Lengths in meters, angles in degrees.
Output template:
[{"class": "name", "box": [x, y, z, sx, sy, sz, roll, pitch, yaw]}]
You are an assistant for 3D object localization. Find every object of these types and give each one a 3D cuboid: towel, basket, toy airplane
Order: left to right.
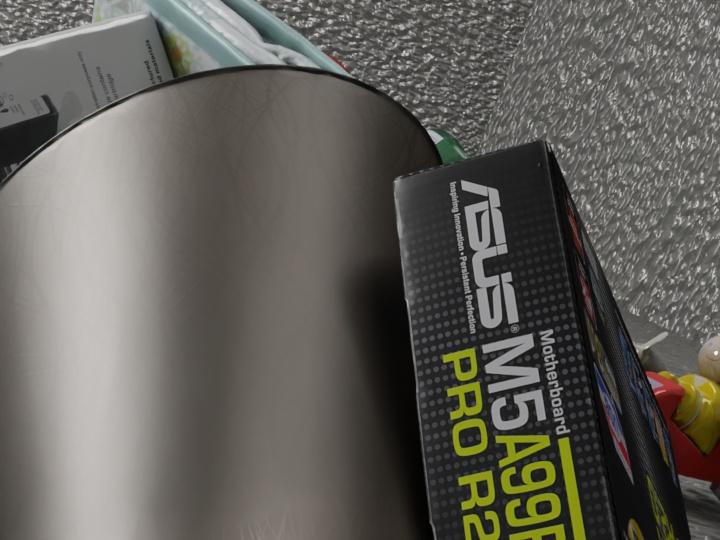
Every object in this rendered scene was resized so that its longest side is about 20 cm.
[{"class": "basket", "box": [-0.044, 0.059, 0.410, 0.136, 0.180, 0.200, 50, 17, -33]}, {"class": "towel", "box": [-0.085, -0.073, 0.819, 0.048, 0.172, 0.200, -24, 54, -38]}, {"class": "toy airplane", "box": [0.287, 0.122, 1.194, 0.199, 0.142, 0.199, 21, 5, 6]}]

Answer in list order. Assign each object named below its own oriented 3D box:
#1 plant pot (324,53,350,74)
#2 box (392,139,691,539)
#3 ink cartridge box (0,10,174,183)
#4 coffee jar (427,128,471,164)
[{"class": "plant pot", "box": [-0.095, -0.068, 1.083, 0.182, 0.201, 0.200, -3, 13, -16]}, {"class": "box", "box": [0.066, 0.083, 0.421, 0.044, 0.161, 0.200, -15, -33, 14]}, {"class": "ink cartridge box", "box": [-0.210, -0.060, 0.771, 0.200, 0.084, 0.144, -23, 7, -39]}, {"class": "coffee jar", "box": [0.000, 0.000, 0.985, 0.104, 0.200, 0.085, 58, -5, -26]}]
